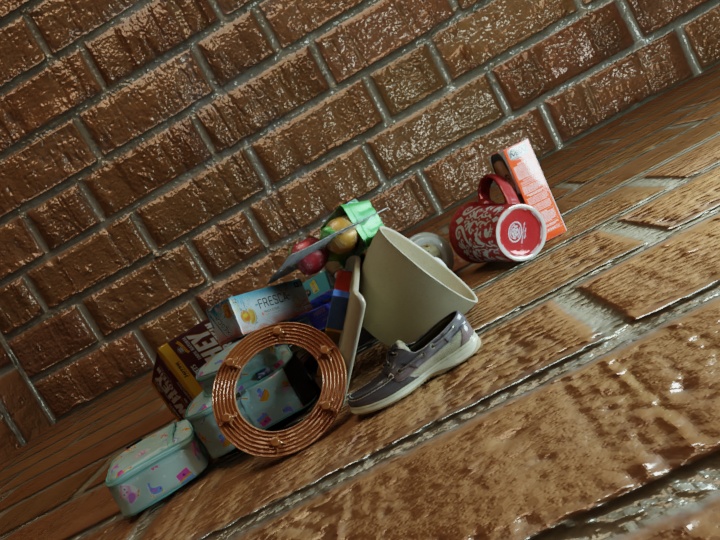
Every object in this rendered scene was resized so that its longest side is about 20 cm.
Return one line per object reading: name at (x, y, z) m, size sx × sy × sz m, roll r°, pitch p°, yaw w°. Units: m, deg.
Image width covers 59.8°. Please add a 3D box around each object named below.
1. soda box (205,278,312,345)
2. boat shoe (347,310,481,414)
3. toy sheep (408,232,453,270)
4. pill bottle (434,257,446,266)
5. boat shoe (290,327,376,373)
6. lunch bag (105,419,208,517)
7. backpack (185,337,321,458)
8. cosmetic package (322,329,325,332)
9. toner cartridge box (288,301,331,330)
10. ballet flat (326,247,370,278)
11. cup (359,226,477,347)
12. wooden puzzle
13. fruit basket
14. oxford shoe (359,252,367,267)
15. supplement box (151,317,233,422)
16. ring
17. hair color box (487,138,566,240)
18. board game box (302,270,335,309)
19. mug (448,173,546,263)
soda box at (-0.174, 0.070, 1.106) m, size 0.063 × 0.069 × 0.200 m, roll -25°, pitch -5°, yaw 32°
boat shoe at (0.064, 0.122, 0.843) m, size 0.199 × 0.065 × 0.072 m, roll -30°, pitch 7°, yaw 0°
toy sheep at (0.146, -0.021, 1.413) m, size 0.137 × 0.139 × 0.200 m, roll -28°, pitch -1°, yaw 7°
pill bottle at (0.078, 0.045, 1.234) m, size 0.199 × 0.110 × 0.109 m, roll -25°, pitch 7°, yaw 36°
boat shoe at (-0.048, 0.153, 1.195) m, size 0.199 × 0.072 × 0.072 m, roll -21°, pitch 36°, yaw 8°
lunch bag at (-0.326, 0.311, 1.026) m, size 0.160 × 0.077 × 0.200 m, roll -31°, pitch 6°, yaw -16°
backpack at (-0.184, 0.197, 1.001) m, size 0.200 × 0.154 × 0.176 m, roll -38°, pitch 10°, yaw -8°
cosmetic package at (-0.095, 0.155, 1.417) m, size 0.150 × 0.052 × 0.200 m, roll -30°, pitch 6°, yaw 12°
toner cartridge box at (-0.098, 0.105, 1.277) m, size 0.095 × 0.043 × 0.200 m, roll -27°, pitch -2°, yaw 21°
ballet flat at (0.000, 0.000, 1.234) m, size 0.199 × 0.068 × 0.073 m, roll -16°, pitch 54°, yaw 40°
cup at (0.071, 0.043, 1.032) m, size 0.144 × 0.200 × 0.200 m, roll -53°, pitch 1°, yaw 11°
wooden puzzle at (-0.035, 0.087, 0.986) m, size 0.046 × 0.187 × 0.200 m, roll 10°, pitch 18°, yaw -7°
fruit basket at (-0.065, -0.047, 1.087) m, size 0.199 × 0.094 × 0.185 m, roll -23°, pitch -7°, yaw -24°
oxford shoe at (0.003, 0.045, 1.175) m, size 0.072 × 0.072 × 0.200 m, roll 12°, pitch -36°, yaw -19°
supplement box at (-0.322, 0.206, 1.348) m, size 0.200 × 0.133 × 0.198 m, roll -33°, pitch -14°, yaw -36°
ring at (-0.117, 0.161, 0.884) m, size 0.200 × 0.201 × 0.019 m, roll -29°, pitch -32°, yaw -6°
hair color box at (0.339, -0.159, 1.280) m, size 0.061 × 0.201 × 0.102 m, roll -25°, pitch 5°, yaw -5°
board game box at (-0.101, 0.068, 1.406) m, size 0.199 × 0.047 × 0.151 m, roll -30°, pitch -20°, yaw 30°
mug at (0.268, -0.095, 1.262) m, size 0.133 × 0.178 × 0.200 m, roll -27°, pitch 10°, yaw -10°
